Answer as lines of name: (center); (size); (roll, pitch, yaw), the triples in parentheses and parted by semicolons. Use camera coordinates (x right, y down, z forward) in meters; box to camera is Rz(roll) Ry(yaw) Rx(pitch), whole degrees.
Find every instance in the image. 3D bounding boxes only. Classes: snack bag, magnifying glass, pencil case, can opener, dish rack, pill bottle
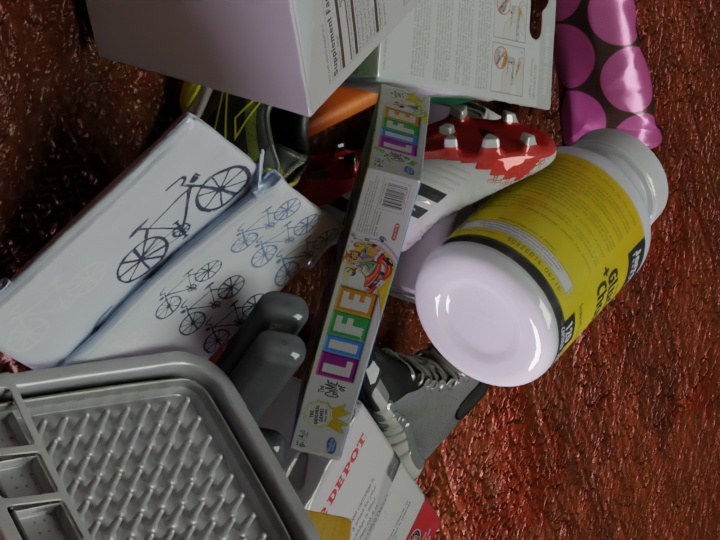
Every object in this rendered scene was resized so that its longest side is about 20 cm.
snack bag: (-0.117, 0.002, 1.387); (0.188, 0.021, 0.200); (-42, 150, 5)
magnifying glass: (0.020, -0.131, 1.609); (0.200, 0.080, 0.022); (-28, 163, -42)
pencil case: (0.173, -0.187, 1.781); (0.094, 0.090, 0.201); (-43, 126, -66)
can opener: (-0.061, 0.078, 1.488); (0.200, 0.067, 0.054); (127, -29, -56)
dish rack: (-0.135, 0.131, 1.354); (0.199, 0.172, 0.044); (-7, 143, -39)
pill bottle: (0.132, -0.016, 1.640); (0.200, 0.112, 0.112); (-43, 140, -41)

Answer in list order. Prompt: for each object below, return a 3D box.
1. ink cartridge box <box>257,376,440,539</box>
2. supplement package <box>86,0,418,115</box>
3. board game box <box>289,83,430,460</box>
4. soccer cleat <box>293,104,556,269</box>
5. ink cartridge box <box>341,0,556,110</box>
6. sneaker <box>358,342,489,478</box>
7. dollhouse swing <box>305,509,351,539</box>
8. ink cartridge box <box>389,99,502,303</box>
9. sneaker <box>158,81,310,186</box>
ink cartridge box: (-0.034, 0.183, 1.656); (0.145, 0.083, 0.200); (-61, 151, -20)
supplement package: (-0.045, -0.218, 1.327); (0.200, 0.151, 0.151); (-49, 144, -37)
board game box: (0.000, 0.000, 1.495); (0.135, 0.034, 0.201); (-81, -174, -64)
soccer cleat: (0.038, -0.054, 1.599); (0.199, 0.069, 0.086); (-13, 122, -19)
ink cartridge box: (0.058, -0.195, 1.592); (0.200, 0.057, 0.163); (5, 88, -56)
sneaker: (0.040, 0.068, 1.708); (0.115, 0.075, 0.200); (-42, 154, -9)
dollhouse swing: (-0.139, 0.223, 1.444); (0.200, 0.175, 0.182); (-48, -160, 35)
ink cartridge box: (0.078, -0.040, 1.734); (0.200, 0.085, 0.146); (19, 87, -60)
sneaker: (-0.080, -0.059, 1.432); (0.074, 0.084, 0.201); (1, 110, -61)
